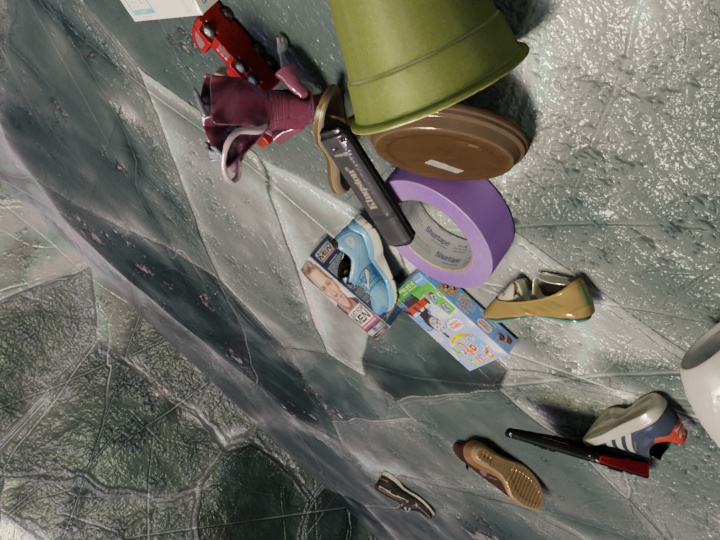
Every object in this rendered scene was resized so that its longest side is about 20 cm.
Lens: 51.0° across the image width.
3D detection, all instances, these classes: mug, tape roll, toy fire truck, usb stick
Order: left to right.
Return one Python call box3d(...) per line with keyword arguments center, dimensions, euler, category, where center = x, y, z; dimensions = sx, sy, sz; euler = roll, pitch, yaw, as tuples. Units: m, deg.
box3d(center=(-0.182, -0.292, 1.143), dimensions=(0.200, 0.049, 0.140), euler=(46, 154, -12), category="toy fire truck")
box3d(center=(0.012, -0.114, 1.028), dimensions=(0.055, 0.033, 0.202), euler=(3, 135, 50), category="usb stick")
box3d(center=(0.116, -0.069, 1.067), dimensions=(0.198, 0.066, 0.202), euler=(32, 154, 17), category="tape roll")
box3d(center=(0.468, 0.129, 0.831), dimensions=(0.175, 0.147, 0.200), euler=(45, 125, 5), category="mug")

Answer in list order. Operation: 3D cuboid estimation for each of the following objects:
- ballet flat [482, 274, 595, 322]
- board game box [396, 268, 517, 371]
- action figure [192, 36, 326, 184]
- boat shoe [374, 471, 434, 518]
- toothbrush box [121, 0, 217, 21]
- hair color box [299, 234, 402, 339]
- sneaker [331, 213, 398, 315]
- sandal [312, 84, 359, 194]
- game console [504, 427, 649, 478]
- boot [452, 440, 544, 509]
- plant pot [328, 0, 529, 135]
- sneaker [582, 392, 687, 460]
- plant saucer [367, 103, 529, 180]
box3d(center=(0.249, 0.038, 1.079), dimensions=(0.198, 0.068, 0.065), euler=(-5, 103, 54), category="ballet flat")
box3d(center=(0.154, 0.081, 1.290), dimensions=(0.199, 0.037, 0.151), euler=(41, 155, -2), category="board game box")
box3d(center=(-0.120, -0.221, 1.019), dimensions=(0.150, 0.196, 0.136), euler=(53, 150, 43), category="action figure")
box3d(center=(0.132, 0.692, 2.280), dimensions=(0.199, 0.061, 0.074), euler=(38, 154, 6), category="boat shoe")
box3d(center=(-0.169, -0.368, 0.824), dimensions=(0.144, 0.201, 0.086), euler=(12, 144, 43), category="toothbrush box")
box3d(center=(-0.017, 0.034, 1.427), dimensions=(0.199, 0.061, 0.100), euler=(41, 155, 0), category="hair color box")
box3d(center=(0.000, 0.000, 1.289), dimensions=(0.078, 0.089, 0.203), euler=(47, 163, 51), category="sneaker")
box3d(center=(-0.023, -0.183, 1.074), dimensions=(0.053, 0.082, 0.202), euler=(12, 148, 17), category="sandal")
box3d(center=(0.366, 0.307, 1.270), dimensions=(0.174, 0.032, 0.198), euler=(17, 172, -38), category="game console")
box3d(center=(0.301, 0.442, 1.659), dimensions=(0.199, 0.073, 0.166), euler=(39, 167, -1), category="boot")
box3d(center=(0.043, -0.268, 0.741), dimensions=(0.198, 0.199, 0.193), euler=(2, 123, 52), category="plant pot")
box3d(center=(0.418, 0.255, 1.155), dimensions=(0.084, 0.075, 0.200), euler=(43, 155, 3), category="sneaker")
box3d(center=(0.100, -0.147, 0.891), dimensions=(0.195, 0.030, 0.200), euler=(9, 170, 1), category="plant saucer")
